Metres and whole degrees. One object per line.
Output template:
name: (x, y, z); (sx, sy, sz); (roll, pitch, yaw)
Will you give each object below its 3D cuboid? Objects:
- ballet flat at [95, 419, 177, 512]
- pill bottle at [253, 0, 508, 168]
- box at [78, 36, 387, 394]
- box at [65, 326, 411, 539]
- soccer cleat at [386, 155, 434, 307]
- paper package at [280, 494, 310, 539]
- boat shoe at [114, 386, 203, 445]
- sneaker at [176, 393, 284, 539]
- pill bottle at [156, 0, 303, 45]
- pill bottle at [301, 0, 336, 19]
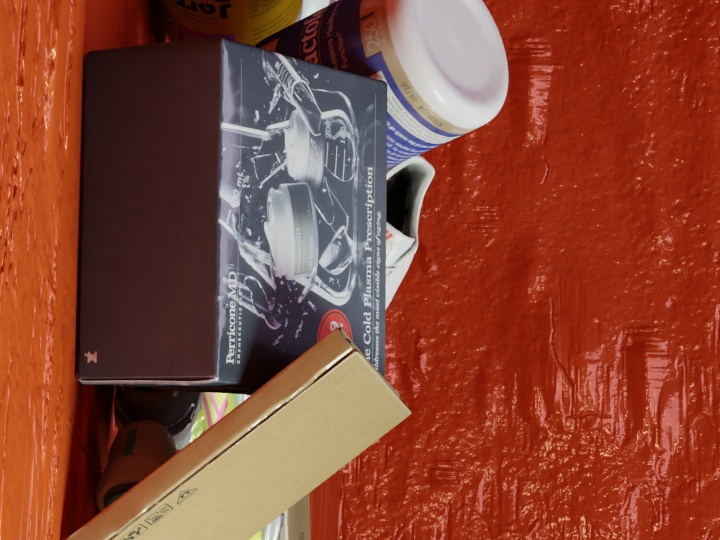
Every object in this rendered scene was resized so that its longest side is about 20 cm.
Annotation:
ballet flat: (-0.129, 0.164, 1.527); (0.200, 0.069, 0.070); (86, 6, -52)
pill bottle: (-0.011, -0.116, 1.590); (0.116, 0.200, 0.116); (31, 47, -41)
box: (-0.073, -0.026, 1.445); (0.182, 0.104, 0.200); (7, 82, -56)
box: (-0.068, 0.121, 1.421); (0.021, 0.200, 0.163); (52, 0, 20)
soccer cleat: (0.000, 0.000, 1.766); (0.085, 0.069, 0.200); (-23, -140, 58)
paper package: (-0.094, 0.172, 1.741); (0.200, 0.103, 0.191); (-9, 98, -86)
boat shoe: (-0.119, 0.014, 1.541); (0.060, 0.072, 0.202); (94, 3, -58)
sneaker: (-0.110, 0.117, 1.587); (0.078, 0.090, 0.200); (-19, -100, 60)
pill bottle: (-0.093, -0.212, 1.657); (0.200, 0.104, 0.104); (85, 7, -56)
pill bottle: (-0.030, -0.212, 1.849); (0.110, 0.200, 0.110); (-9, -101, 51)
